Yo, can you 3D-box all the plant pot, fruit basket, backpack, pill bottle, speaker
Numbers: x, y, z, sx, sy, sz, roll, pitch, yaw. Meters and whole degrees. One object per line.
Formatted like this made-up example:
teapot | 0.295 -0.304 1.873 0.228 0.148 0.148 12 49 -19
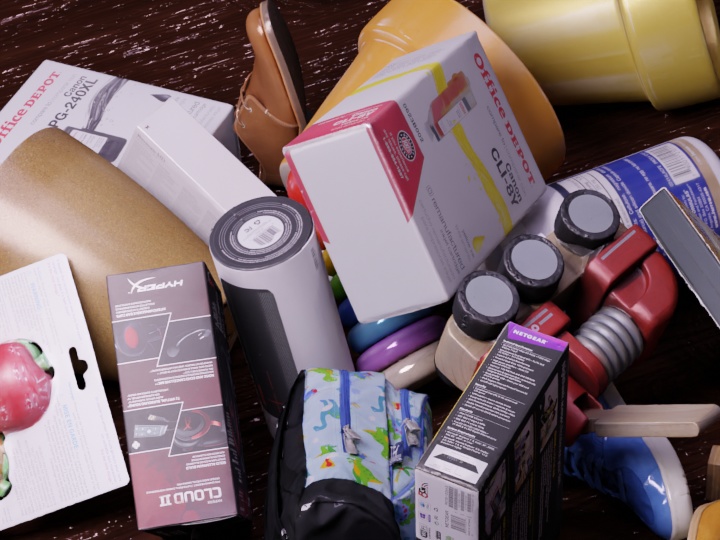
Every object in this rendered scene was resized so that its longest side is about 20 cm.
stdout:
plant pot | 0.214 -0.232 1.874 0.187 0.202 0.202 -12 40 15
fruit basket | -0.286 0.106 1.584 0.198 0.094 0.187 -20 76 3
backpack | -0.010 0.159 1.499 0.152 0.164 0.200 -6 34 -13
pill bottle | 0.197 -0.025 1.691 0.198 0.116 0.116 -19 43 -13
plant pot | 0.039 -0.101 1.756 0.183 0.201 0.200 -43 52 -15
speaker | -0.053 0.043 1.583 0.080 0.201 0.082 -8 43 7
plant pot | -0.197 0.013 1.674 0.199 0.187 0.187 26 49 12

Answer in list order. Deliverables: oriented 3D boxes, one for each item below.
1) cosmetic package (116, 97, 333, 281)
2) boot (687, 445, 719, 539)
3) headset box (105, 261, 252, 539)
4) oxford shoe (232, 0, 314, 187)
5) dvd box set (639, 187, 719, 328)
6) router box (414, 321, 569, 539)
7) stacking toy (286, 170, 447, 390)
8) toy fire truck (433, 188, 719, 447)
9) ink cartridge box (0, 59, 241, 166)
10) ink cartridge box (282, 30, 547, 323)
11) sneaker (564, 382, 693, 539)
cosmetic package | -0.106 -0.042 1.706 0.200 0.083 0.051 44 56 4
boot | 0.304 0.195 1.467 0.143 0.071 0.202 7 39 16
headset box | -0.127 0.107 1.513 0.074 0.149 0.202 -8 82 0
oxford shoe | -0.079 -0.143 1.795 0.071 0.201 0.072 -7 44 4
dvd box set | 0.298 0.034 1.567 0.029 0.200 0.147 -42 43 14
router box | 0.090 0.159 1.437 0.051 0.201 0.149 18 46 21
stacking toy | 0.000 0.000 1.639 0.085 0.085 0.201 -26 83 -21
toy fire truck | 0.178 0.055 1.510 0.200 0.129 0.176 43 58 17
ink cartridge box | -0.225 -0.094 1.843 0.198 0.084 0.146 15 46 20
ink cartridge box | 0.045 -0.074 1.569 0.083 0.146 0.200 -16 17 34
sneaker | 0.158 0.138 1.543 0.110 0.077 0.200 -16 41 -14
